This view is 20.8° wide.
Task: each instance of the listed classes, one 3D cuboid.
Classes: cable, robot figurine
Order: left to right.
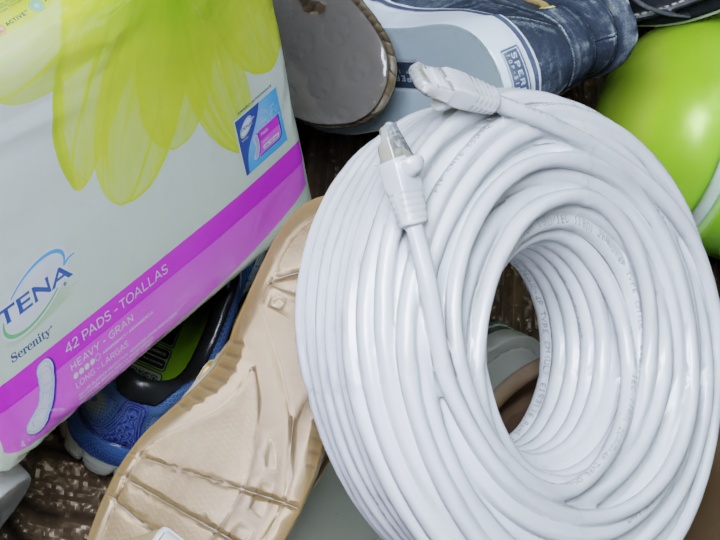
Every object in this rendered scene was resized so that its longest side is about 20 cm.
[{"bbox_3d":[0.062,0.030,0.762,0.199,0.069,0.202,5,82,-44],"label":"cable"},{"bbox_3d":[0.205,-0.059,0.985,0.198,0.116,0.177,15,54,-13],"label":"robot figurine"}]

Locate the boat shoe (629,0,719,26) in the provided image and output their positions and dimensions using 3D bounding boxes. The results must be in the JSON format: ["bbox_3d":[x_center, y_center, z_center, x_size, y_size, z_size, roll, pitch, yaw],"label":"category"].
[{"bbox_3d":[0.113,-0.147,0.937,0.062,0.198,0.075,-44,126,-61],"label":"boat shoe"}]

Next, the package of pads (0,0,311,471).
[{"bbox_3d":[-0.106,-0.044,0.724,0.068,0.156,0.200,16,42,33],"label":"package of pads"}]

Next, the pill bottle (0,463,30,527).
[{"bbox_3d":[-0.232,0.047,0.770,0.200,0.110,0.110,42,58,3],"label":"pill bottle"}]

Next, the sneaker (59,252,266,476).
[{"bbox_3d":[-0.075,-0.009,0.870,0.078,0.089,0.201,18,57,-11],"label":"sneaker"}]

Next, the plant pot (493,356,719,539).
[{"bbox_3d":[0.113,0.141,0.863,0.199,0.093,0.203,8,63,-16],"label":"plant pot"}]

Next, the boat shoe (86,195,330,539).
[{"bbox_3d":[-0.041,0.068,0.787,0.073,0.069,0.201,31,80,12],"label":"boat shoe"}]

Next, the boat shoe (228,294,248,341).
[{"bbox_3d":[0.000,0.000,0.904,0.072,0.072,0.200,45,51,-6],"label":"boat shoe"}]

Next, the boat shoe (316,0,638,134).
[{"bbox_3d":[0.035,-0.106,0.920,0.090,0.199,0.071,-24,115,-33],"label":"boat shoe"}]

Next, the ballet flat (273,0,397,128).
[{"bbox_3d":[-0.051,-0.120,0.917,0.199,0.068,0.046,29,10,37],"label":"ballet flat"}]

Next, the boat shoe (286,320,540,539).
[{"bbox_3d":[-0.007,0.080,0.880,0.199,0.073,0.062,-30,34,-23],"label":"boat shoe"}]

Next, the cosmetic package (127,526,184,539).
[{"bbox_3d":[-0.093,0.163,0.700,0.105,0.200,0.071,43,57,-15],"label":"cosmetic package"}]
